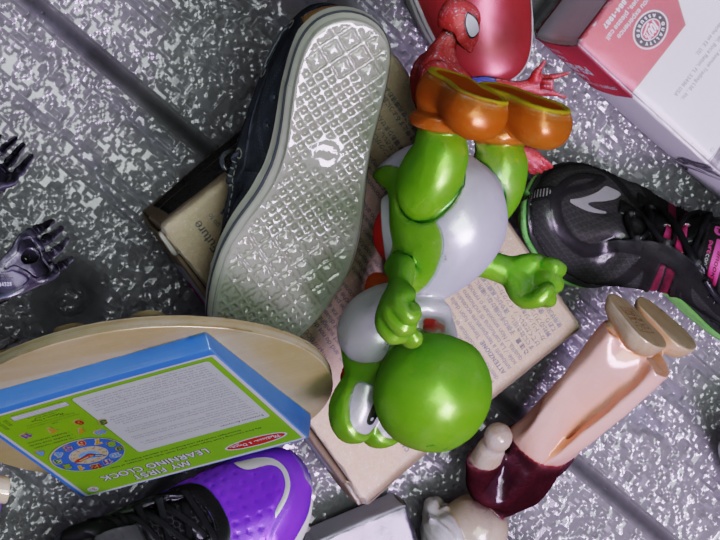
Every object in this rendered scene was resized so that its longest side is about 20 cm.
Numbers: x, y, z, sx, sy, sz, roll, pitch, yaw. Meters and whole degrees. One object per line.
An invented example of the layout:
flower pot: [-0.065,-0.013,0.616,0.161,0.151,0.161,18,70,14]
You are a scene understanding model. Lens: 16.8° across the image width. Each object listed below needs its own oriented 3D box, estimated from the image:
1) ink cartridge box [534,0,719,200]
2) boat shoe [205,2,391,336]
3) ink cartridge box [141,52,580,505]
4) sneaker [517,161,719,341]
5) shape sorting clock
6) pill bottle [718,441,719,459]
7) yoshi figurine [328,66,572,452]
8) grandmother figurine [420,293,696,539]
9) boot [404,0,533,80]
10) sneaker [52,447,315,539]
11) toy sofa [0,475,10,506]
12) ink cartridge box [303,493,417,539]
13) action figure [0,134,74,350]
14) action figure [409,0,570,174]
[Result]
ink cartridge box: [0.225,-0.126,1.411,0.200,0.083,0.147,40,87,-17]
boat shoe: [-0.035,-0.049,1.286,0.074,0.062,0.201,9,110,-20]
ink cartridge box: [0.000,0.000,1.370,0.164,0.075,0.201,-37,106,-6]
sneaker: [0.181,-0.016,1.408,0.199,0.084,0.077,19,71,-22]
shape sorting clock: [-0.113,0.066,1.276,0.198,0.200,0.039,2,60,-16]
pill bottle: [0.316,0.081,1.453,0.199,0.113,0.113,-33,106,-9]
yoshi figurine: [0.048,0.008,1.232,0.112,0.112,0.201,19,103,-3]
grandmother figurine: [0.101,0.102,1.395,0.121,0.061,0.200,13,122,-49]
boot: [0.067,-0.193,1.325,0.072,0.144,0.201,-17,104,-14]
sneaker: [-0.115,0.157,1.331,0.199,0.100,0.070,-33,64,-6]
toy sofa: [-0.245,0.203,1.319,0.082,0.098,0.202,8,95,-16]
ink cartridge box: [-0.052,0.211,1.406,0.199,0.037,0.095,-22,103,-8]
action figure: [-0.220,0.021,1.289,0.102,0.200,0.119,-25,78,-48]
action figure: [0.067,-0.044,1.311,0.098,0.065,0.202,2,98,-7]
